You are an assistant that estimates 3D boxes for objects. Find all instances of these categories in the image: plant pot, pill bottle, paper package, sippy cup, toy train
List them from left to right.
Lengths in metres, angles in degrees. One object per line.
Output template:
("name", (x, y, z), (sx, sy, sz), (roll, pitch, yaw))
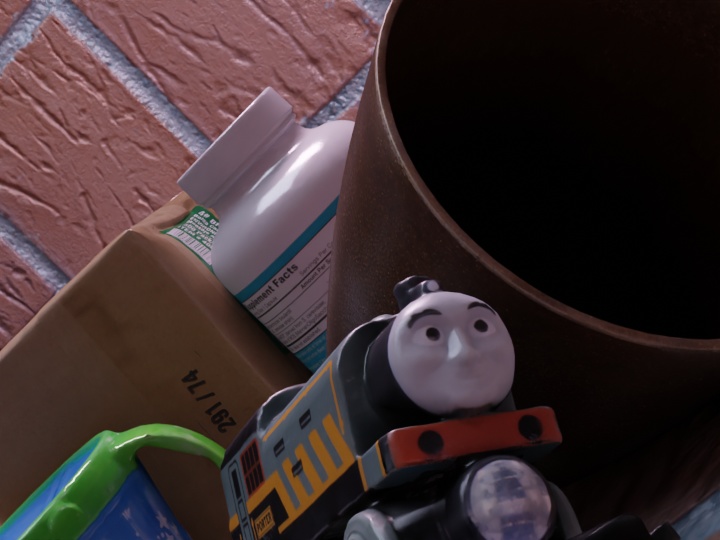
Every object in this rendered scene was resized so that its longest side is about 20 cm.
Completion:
("sippy cup", (-0.126, 0.172, 1.049), (0.178, 0.130, 0.140), (-41, 8, 37))
("paper package", (-0.100, 0.092, 1.151), (0.191, 0.200, 0.103), (-42, 1, 20))
("pill bottle", (0.000, 0.000, 1.084), (0.111, 0.200, 0.111), (-44, 5, 5))
("toy train", (0.008, 0.080, 0.704), (0.085, 0.114, 0.200), (-9, -19, -21))
("plant pot", (0.062, 0.007, 0.803), (0.187, 0.187, 0.200), (-50, -8, -41))

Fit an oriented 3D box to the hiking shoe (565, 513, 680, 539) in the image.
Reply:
("hiking shoe", (0.047, 0.109, 0.528), (0.087, 0.074, 0.200), (-45, 5, 8))
